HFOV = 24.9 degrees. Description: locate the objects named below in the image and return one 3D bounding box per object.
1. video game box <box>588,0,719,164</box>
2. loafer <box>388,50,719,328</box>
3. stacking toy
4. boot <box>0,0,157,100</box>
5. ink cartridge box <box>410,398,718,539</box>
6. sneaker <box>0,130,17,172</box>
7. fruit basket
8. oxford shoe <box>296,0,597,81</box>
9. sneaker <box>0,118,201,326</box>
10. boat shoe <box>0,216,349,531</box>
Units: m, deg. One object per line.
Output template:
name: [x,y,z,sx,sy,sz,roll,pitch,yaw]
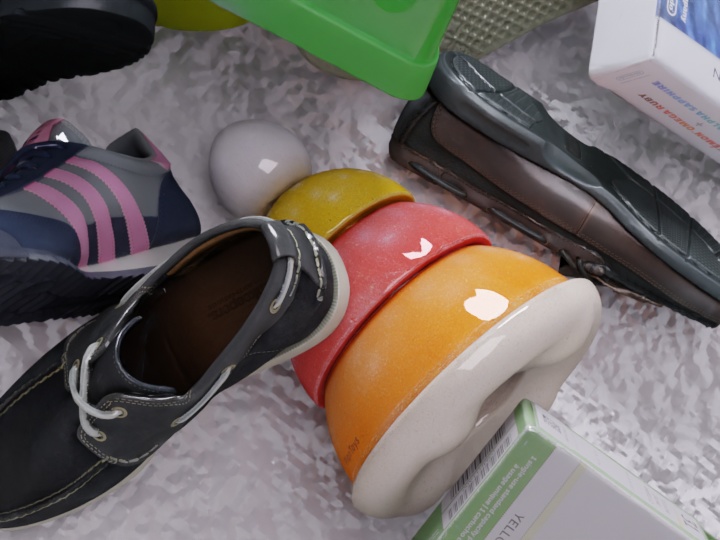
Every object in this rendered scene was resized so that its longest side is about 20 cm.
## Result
video game box: [0.202,-0.155,0.853,0.182,0.047,0.201,27,65,-40]
loafer: [0.105,-0.031,0.826,0.200,0.063,0.072,37,25,-5]
stacking toy: [0.000,0.000,0.754,0.146,0.146,0.200,-35,72,-23]
boot: [-0.142,-0.168,0.699,0.076,0.200,0.169,8,85,-30]
ink cartridge box: [0.107,0.170,0.707,0.200,0.048,0.146,36,101,-6]
sneaker: [-0.234,-0.056,0.704,0.200,0.074,0.085,32,51,-35]
fruit basket: [-0.038,-0.166,0.754,0.155,0.215,0.217,25,68,-21]
oxford shoe: [0.054,-0.151,0.843,0.199,0.075,0.058,-22,40,-14]
sneaker: [-0.140,-0.024,0.692,0.070,0.200,0.082,-26,81,22]
boat shoe: [-0.100,0.043,0.692,0.200,0.068,0.072,-35,75,11]
